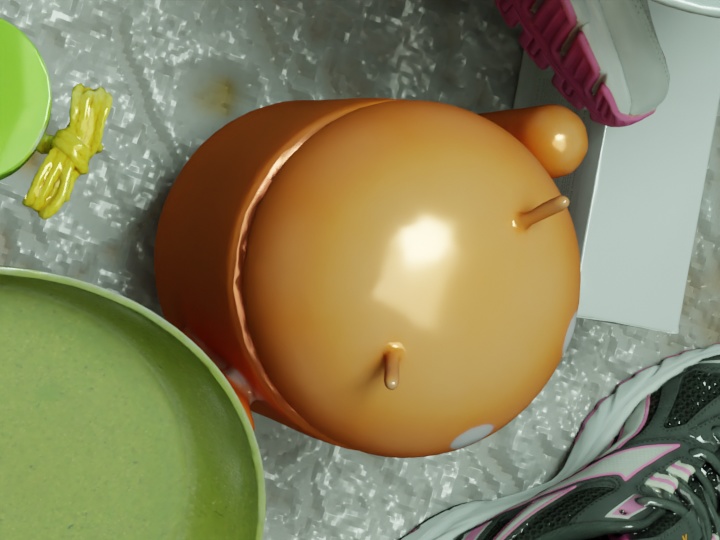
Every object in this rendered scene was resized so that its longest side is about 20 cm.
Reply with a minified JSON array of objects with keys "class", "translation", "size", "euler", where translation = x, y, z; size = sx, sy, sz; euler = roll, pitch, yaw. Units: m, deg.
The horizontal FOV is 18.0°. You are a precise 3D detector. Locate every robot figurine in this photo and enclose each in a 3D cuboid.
[{"class":"robot figurine","translation":[-0.001,0.002,0.756],"size":[0.143,0.200,0.118],"euler":[0,93,-21]}]

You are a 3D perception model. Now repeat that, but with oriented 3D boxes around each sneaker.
[{"class":"sneaker","translation":[0.107,0.101,0.865],"size":[0.199,0.086,0.081],"euler":[-34,106,-16]},{"class":"sneaker","translation":[0.082,-0.151,0.771],"size":[0.087,0.081,0.202],"euler":[-14,96,-10]}]

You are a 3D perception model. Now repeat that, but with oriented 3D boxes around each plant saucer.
[{"class":"plant saucer","translation":[-0.127,0.078,0.681],"size":[0.198,0.031,0.202],"euler":[-10,124,-14]}]

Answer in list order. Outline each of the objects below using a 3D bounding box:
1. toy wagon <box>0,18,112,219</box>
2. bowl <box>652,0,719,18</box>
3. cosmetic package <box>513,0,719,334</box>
[{"class":"toy wagon","translation":[-0.163,-0.073,0.623],"size":[0.199,0.040,0.156],"euler":[28,84,-6]},{"class":"bowl","translation":[0.103,-0.169,0.695],"size":[0.199,0.090,0.203],"euler":[1,85,-13]},{"class":"cosmetic package","translation":[0.100,-0.081,0.852],"size":[0.050,0.082,0.202],"euler":[10,90,-20]}]
